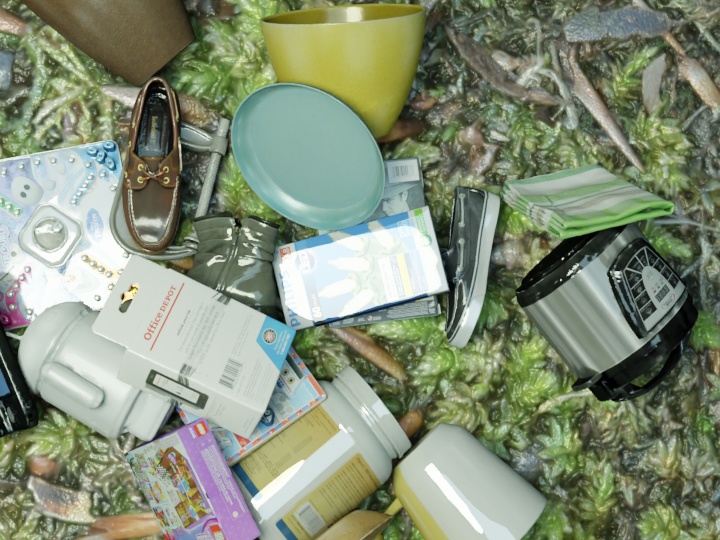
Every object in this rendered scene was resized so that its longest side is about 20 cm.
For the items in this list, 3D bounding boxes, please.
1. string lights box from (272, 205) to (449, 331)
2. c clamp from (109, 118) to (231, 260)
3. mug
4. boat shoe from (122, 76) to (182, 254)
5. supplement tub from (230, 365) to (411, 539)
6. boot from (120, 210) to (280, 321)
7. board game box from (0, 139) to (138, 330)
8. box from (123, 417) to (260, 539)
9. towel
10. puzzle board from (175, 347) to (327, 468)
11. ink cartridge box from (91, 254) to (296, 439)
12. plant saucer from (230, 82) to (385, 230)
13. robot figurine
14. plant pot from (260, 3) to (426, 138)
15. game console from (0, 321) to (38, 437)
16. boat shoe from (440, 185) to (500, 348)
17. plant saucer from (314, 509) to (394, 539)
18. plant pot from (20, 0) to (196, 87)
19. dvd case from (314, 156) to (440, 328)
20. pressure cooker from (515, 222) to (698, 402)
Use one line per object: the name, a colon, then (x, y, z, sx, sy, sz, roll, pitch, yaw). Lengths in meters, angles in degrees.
string lights box: (0.000, 0.000, 1.229, 0.197, 0.059, 0.105, -15, 86, 6)
c clamp: (-0.209, -0.101, 1.242, 0.168, 0.027, 0.203, 21, 78, -11)
mug: (0.104, 0.278, 1.213, 0.186, 0.150, 0.153, -41, 83, -16)
boat shoe: (-0.243, -0.124, 1.196, 0.069, 0.070, 0.204, 0, 81, -11)
supplement tub: (-0.053, 0.221, 1.190, 0.199, 0.145, 0.145, -39, 91, -10)
boot: (-0.187, 0.000, 1.204, 0.196, 0.068, 0.133, -2, 89, 7)
board game box: (-0.372, -0.043, 1.228, 0.197, 0.026, 0.204, -11, 87, -9)
box: (-0.192, 0.246, 1.142, 0.039, 0.199, 0.139, -25, 88, -32)
towel: (0.268, -0.089, 1.239, 0.147, 0.200, 0.031, -14, 109, -9)
puzzle board: (-0.149, 0.120, 1.189, 0.150, 0.017, 0.200, -34, 52, -9)
ink cartridge box: (-0.183, 0.081, 1.107, 0.198, 0.068, 0.117, 26, 49, -7)
plant saucer: (-0.059, -0.136, 1.205, 0.199, 0.201, 0.028, 34, 46, -3)
robot figurine: (-0.299, 0.111, 1.152, 0.198, 0.170, 0.114, 31, 95, 1)
plant pot: (-0.016, -0.235, 1.230, 0.196, 0.200, 0.144, -7, 110, -9)
game console: (-0.459, 0.104, 1.143, 0.115, 0.175, 0.203, -24, 93, -28)
boat shoe: (0.122, -0.007, 1.273, 0.067, 0.072, 0.203, 14, 81, -9)
plant saucer: (-0.047, 0.331, 1.161, 0.199, 0.201, 0.036, -39, 75, -10)
plant pot: (-0.291, -0.324, 1.203, 0.187, 0.187, 0.201, -42, 106, -9)
dvd case: (0.017, -0.036, 1.286, 0.143, 0.022, 0.204, -7, 87, -9)
pressure cooker: (0.309, 0.050, 1.246, 0.175, 0.179, 0.201, -38, 91, 19)
